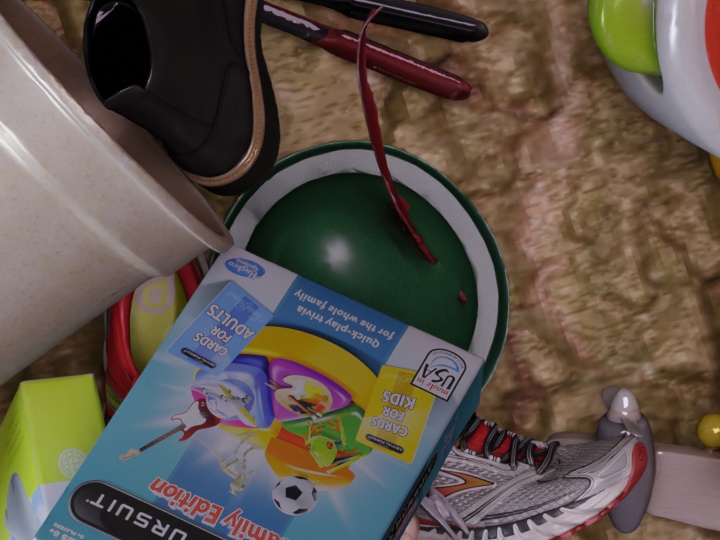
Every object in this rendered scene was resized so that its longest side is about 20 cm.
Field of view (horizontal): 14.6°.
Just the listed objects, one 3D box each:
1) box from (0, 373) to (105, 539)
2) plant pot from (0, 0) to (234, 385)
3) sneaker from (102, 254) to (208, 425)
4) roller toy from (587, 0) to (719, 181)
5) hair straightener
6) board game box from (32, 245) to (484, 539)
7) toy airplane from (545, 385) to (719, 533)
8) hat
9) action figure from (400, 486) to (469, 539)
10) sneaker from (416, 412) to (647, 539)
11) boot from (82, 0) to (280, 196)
[{"bbox_3d":[-0.149,0.170,1.452,0.047,0.122,0.201,-5,65,-22],"label":"box"},{"bbox_3d":[-0.198,-0.024,1.420,0.183,0.200,0.201,-43,92,3],"label":"plant pot"},{"bbox_3d":[-0.109,0.073,1.518,0.077,0.085,0.201,-8,95,-6],"label":"sneaker"},{"bbox_3d":[0.225,-0.149,1.525,0.200,0.140,0.183,41,90,-23],"label":"roller toy"},{"bbox_3d":[-0.022,-0.162,1.569,0.199,0.041,0.077,19,80,0],"label":"hair straightener"},{"bbox_3d":[-0.048,0.099,1.402,0.151,0.047,0.200,24,57,13],"label":"board game box"},{"bbox_3d":[0.224,0.115,1.522,0.200,0.141,0.199,-38,81,11],"label":"toy airplane"},{"bbox_3d":[0.000,0.000,1.488,0.165,0.176,0.200,-39,91,-6],"label":"hat"},{"bbox_3d":[-0.029,0.153,1.456,0.130,0.069,0.200,38,89,16],"label":"action figure"},{"bbox_3d":[0.056,0.109,1.503,0.199,0.078,0.083,-9,100,21],"label":"sneaker"},{"bbox_3d":[-0.108,-0.151,1.468,0.077,0.138,0.201,-27,65,16],"label":"boot"}]
